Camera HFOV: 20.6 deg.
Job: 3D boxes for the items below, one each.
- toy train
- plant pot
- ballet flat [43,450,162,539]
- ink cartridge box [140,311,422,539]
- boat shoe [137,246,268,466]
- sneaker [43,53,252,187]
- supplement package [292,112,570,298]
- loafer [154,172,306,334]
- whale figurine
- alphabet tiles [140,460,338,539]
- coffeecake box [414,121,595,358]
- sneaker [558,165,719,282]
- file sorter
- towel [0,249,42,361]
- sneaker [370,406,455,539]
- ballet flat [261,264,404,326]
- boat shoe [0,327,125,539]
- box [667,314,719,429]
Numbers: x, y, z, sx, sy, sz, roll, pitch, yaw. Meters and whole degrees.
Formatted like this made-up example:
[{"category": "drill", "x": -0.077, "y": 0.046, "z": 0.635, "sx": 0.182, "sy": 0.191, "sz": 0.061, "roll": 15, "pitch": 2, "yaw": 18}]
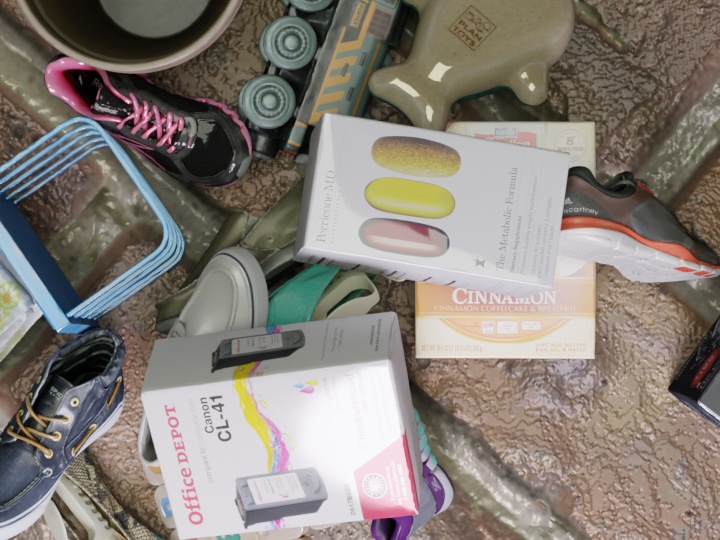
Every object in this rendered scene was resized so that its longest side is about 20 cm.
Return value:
[{"category": "toy train", "x": -0.031, "y": -0.182, "z": 1.694, "sx": 0.114, "sy": 0.085, "sz": 0.201, "roll": 20, "pitch": 90, "yaw": -8}, {"category": "plant pot", "x": -0.184, "y": -0.258, "z": 1.650, "sx": 0.199, "sy": 0.174, "sz": 0.201, "roll": 0, "pitch": 90, "yaw": 1}, {"category": "ballet flat", "x": -0.224, "y": 0.229, "z": 1.697, "sx": 0.200, "sy": 0.075, "sz": 0.068, "roll": 49, "pitch": 124, "yaw": 1}, {"category": "ink cartridge box", "x": -0.059, "y": 0.124, "z": 1.563, "sx": 0.199, "sy": 0.086, "sz": 0.148, "roll": -8, "pitch": 116, "yaw": 7}, {"category": "boat shoe", "x": -0.137, "y": 0.074, "z": 1.627, "sx": 0.072, "sy": 0.066, "sz": 0.200, "roll": 37, "pitch": 118, "yaw": 25}, {"category": "sneaker", "x": -0.185, "y": -0.129, "z": 1.665, "sx": 0.200, "sy": 0.095, "sz": 0.079, "roll": 30, "pitch": 103, "yaw": 19}, {"category": "supplement package", "x": 0.054, "y": -0.050, "z": 1.584, "sx": 0.199, "sy": 0.110, "sz": 0.114, "roll": 8, "pitch": 84, "yaw": -6}, {"category": "loafer", "x": -0.099, "y": -0.014, "z": 1.703, "sx": 0.200, "sy": 0.075, "sz": 0.070, "roll": -34, "pitch": 83, "yaw": -7}, {"category": "whale figurine", "x": 0.089, "y": -0.185, "z": 1.659, "sx": 0.159, "sy": 0.104, "sz": 0.200, "roll": 40, "pitch": 67, "yaw": 5}, {"category": "alphabet tiles", "x": -0.101, "y": 0.179, "z": 1.676, "sx": 0.195, "sy": 0.015, "sz": 0.201, "roll": -21, "pitch": 89, "yaw": 33}, {"category": "coffeecake box", "x": 0.123, "y": -0.026, "z": 1.690, "sx": 0.153, "sy": 0.073, "sz": 0.201, "roll": 0, "pitch": 89, "yaw": 3}, {"category": "sneaker", "x": 0.236, "y": -0.041, "z": 1.645, "sx": 0.077, "sy": 0.200, "sz": 0.082, "roll": -8, "pitch": 72, "yaw": 41}, {"category": "file sorter", "x": -0.228, "y": -0.038, "z": 1.640, "sx": 0.122, "sy": 0.200, "sz": 0.139, "roll": -34, "pitch": 89, "yaw": -3}, {"category": "towel", "x": -0.376, "y": 0.010, "z": 1.683, "sx": 0.200, "sy": 0.048, "sz": 0.171, "roll": 47, "pitch": 117, "yaw": 2}, {"category": "sneaker", "x": 0.010, "y": 0.155, "z": 1.641, "sx": 0.088, "sy": 0.074, "sz": 0.200, "roll": -48, "pitch": 127, "yaw": -23}, {"category": "ballet flat", "x": 0.000, "y": 0.000, "z": 1.661, "sx": 0.070, "sy": 0.067, "sz": 0.200, "roll": 31, "pitch": 62, "yaw": 28}, {"category": "boat shoe", "x": -0.266, "y": 0.131, "z": 1.642, "sx": 0.071, "sy": 0.091, "sz": 0.200, "roll": 28, "pitch": 50, "yaw": 14}, {"category": "box", "x": 0.360, "y": 0.054, "z": 1.628, "sx": 0.104, "sy": 0.182, "sz": 0.200, "roll": 36, "pitch": 90, "yaw": 2}]
